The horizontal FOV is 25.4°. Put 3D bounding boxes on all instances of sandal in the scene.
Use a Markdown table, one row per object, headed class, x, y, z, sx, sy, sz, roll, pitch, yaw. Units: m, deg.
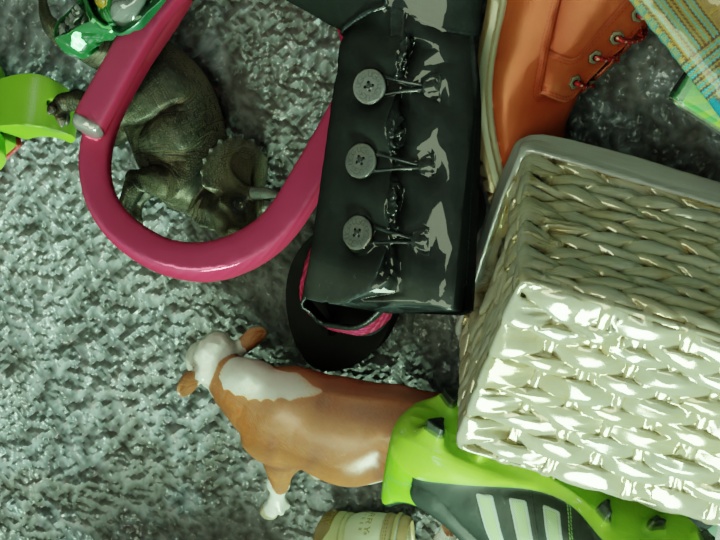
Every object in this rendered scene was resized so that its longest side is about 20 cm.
| class | x | y | z | sx | sy | sz | roll | pitch | yaw |
| --- | --- | --- | --- | --- | --- | --- | --- | --- | --- |
| sandal | 0.000 | 0.000 | 0.907 | 0.075 | 0.045 | 0.200 | 48 | 140 | 5 |

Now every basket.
| class | x | y | z | sx | sy | sz | roll | pitch | yaw |
| --- | --- | --- | --- | --- | --- | --- | --- | --- | --- |
| basket | 0.151 | 0.038 | 0.818 | 0.197 | 0.124 | 0.137 | 17 | 129 | 0 |

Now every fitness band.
| class | x | y | z | sx | sy | sz | roll | pitch | yaw |
| --- | --- | --- | --- | --- | --- | --- | --- | --- | --- |
| fitness band | -0.074 | -0.092 | 0.890 | 0.142 | 0.037 | 0.202 | 28 | 81 | 8 |

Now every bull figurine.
| class | x | y | z | sx | sy | sz | roll | pitch | yaw |
| --- | --- | --- | --- | --- | --- | --- | --- | --- | --- |
| bull figurine | -0.019 | 0.099 | 0.950 | 0.198 | 0.065 | 0.122 | 12 | 139 | 23 |

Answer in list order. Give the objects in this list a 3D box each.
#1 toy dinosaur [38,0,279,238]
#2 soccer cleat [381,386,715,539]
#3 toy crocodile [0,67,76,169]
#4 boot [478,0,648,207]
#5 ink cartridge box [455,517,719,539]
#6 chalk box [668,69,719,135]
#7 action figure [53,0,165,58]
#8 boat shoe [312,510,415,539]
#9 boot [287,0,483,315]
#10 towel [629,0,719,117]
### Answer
| class | x | y | z | sx | sy | sz | roll | pitch | yaw |
| --- | --- | --- | --- | --- | --- | --- | --- | --- | --- |
| toy dinosaur | -0.119 | -0.087 | 0.951 | 0.102 | 0.077 | 0.201 | -32 | 84 | 8 |
| soccer cleat | 0.103 | 0.136 | 0.851 | 0.198 | 0.068 | 0.082 | 28 | 128 | 12 |
| toy crocodile | -0.263 | -0.074 | 1.005 | 0.198 | 0.062 | 0.068 | -25 | 59 | 27 |
| boot | 0.112 | -0.118 | 0.849 | 0.106 | 0.075 | 0.203 | 5 | 108 | 13 |
| ink cartridge box | 0.157 | 0.171 | 0.917 | 0.198 | 0.084 | 0.147 | 20 | 112 | 13 |
| chalk box | 0.228 | -0.105 | 0.769 | 0.199 | 0.125 | 0.125 | 34 | 101 | 5 |
| action figure | -0.101 | -0.197 | 0.855 | 0.054 | 0.118 | 0.201 | 28 | 103 | -34 |
| boat shoe | 0.014 | 0.250 | 1.000 | 0.062 | 0.073 | 0.203 | -5 | 103 | 18 |
| boot | -0.008 | -0.082 | 0.839 | 0.163 | 0.065 | 0.203 | 7 | 98 | 37 |
| towel | 0.192 | -0.143 | 0.699 | 0.146 | 0.022 | 0.201 | -39 | 87 | 12 |
